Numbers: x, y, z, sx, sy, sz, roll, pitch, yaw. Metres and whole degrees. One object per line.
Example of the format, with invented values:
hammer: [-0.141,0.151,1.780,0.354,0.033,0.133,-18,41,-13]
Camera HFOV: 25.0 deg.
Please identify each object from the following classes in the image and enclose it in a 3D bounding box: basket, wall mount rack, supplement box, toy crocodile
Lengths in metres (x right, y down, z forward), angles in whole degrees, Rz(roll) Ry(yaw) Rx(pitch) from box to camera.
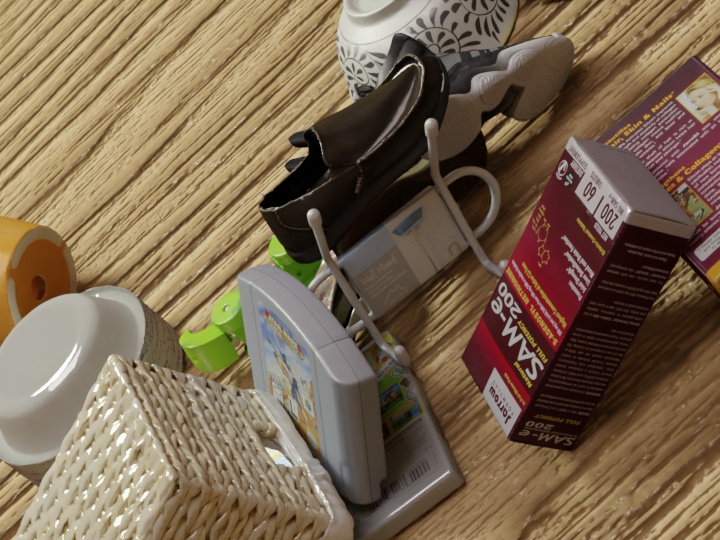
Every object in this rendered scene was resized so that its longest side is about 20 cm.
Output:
basket: [-0.140,0.199,1.237,0.201,0.160,0.198,-59,33,14]
wall mount rack: [0.034,-0.026,1.295,0.200,0.174,0.075,-38,30,-10]
supplement box: [0.153,0.018,1.179,0.201,0.061,0.109,-66,29,25]
supplement box: [0.268,-0.056,1.187,0.110,0.086,0.200,-41,37,7]
toy crocodile: [-0.079,0.016,1.471,0.200,0.068,0.062,-47,36,-2]

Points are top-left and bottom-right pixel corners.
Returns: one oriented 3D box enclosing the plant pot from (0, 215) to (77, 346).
plant pot: [-0.406,0.018,1.700,0.182,0.200,0.201,0,54,25]

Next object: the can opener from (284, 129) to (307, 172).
can opener: [-0.010,-0.118,1.534,0.200,0.078,0.064,8,77,57]

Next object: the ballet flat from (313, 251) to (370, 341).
ballet flat: [0.000,0.000,1.410,0.067,0.068,0.201,-5,52,37]

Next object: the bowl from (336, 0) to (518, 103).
bowl: [0.045,-0.250,1.578,0.200,0.094,0.201,-25,42,25]

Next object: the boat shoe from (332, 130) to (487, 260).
boat shoe: [0.029,-0.067,1.398,0.072,0.072,0.200,11,42,37]

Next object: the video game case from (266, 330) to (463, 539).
video game case: [-0.024,0.165,1.317,0.200,0.023,0.182,-39,37,11]

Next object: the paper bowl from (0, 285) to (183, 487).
paper bowl: [-0.274,0.104,1.549,0.200,0.104,0.201,-25,41,24]

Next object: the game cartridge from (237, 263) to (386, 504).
game cartridge: [-0.042,0.080,1.286,0.041,0.134,0.200,-23,34,-18]

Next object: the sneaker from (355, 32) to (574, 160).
sneaker: [0.089,-0.173,1.409,0.200,0.076,0.114,-30,51,-32]

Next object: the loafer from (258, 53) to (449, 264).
loafer: [-0.006,-0.097,1.297,0.200,0.071,0.073,-52,34,4]
